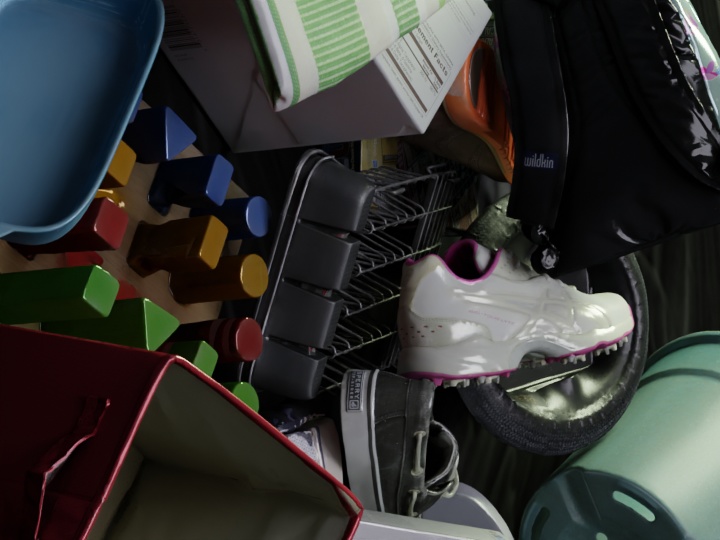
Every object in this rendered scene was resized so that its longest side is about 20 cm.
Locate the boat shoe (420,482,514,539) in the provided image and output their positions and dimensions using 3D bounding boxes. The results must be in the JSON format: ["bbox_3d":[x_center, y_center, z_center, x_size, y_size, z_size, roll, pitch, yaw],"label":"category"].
[{"bbox_3d":[0.091,0.219,1.833,0.200,0.071,0.070,62,16,-21],"label":"boat shoe"}]

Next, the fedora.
[{"bbox_3d":[0.104,0.035,1.835,0.200,0.091,0.201,5,83,-44],"label":"fedora"}]

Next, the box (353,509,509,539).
[{"bbox_3d":[-0.013,0.214,1.617,0.199,0.036,0.145,12,97,-25],"label":"box"}]

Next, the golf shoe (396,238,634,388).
[{"bbox_3d":[0.100,0.021,1.718,0.200,0.075,0.092,-9,89,-46],"label":"golf shoe"}]

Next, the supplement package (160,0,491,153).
[{"bbox_3d":[-0.046,-0.183,1.613,0.200,0.155,0.111,56,48,-32],"label":"supplement package"}]

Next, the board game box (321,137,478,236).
[{"bbox_3d":[0.029,-0.129,1.805,0.135,0.035,0.201,12,77,-51],"label":"board game box"}]

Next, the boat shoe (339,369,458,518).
[{"bbox_3d":[0.029,0.126,1.693,0.200,0.063,0.071,77,15,-61],"label":"boat shoe"}]

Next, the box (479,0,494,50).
[{"bbox_3d":[0.102,-0.203,1.787,0.200,0.040,0.137,4,104,-43],"label":"box"}]

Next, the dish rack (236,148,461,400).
[{"bbox_3d":[0.000,0.000,1.694,0.200,0.054,0.154,-16,125,-68],"label":"dish rack"}]

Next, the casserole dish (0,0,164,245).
[{"bbox_3d":[-0.181,-0.091,1.475,0.039,0.121,0.200,93,15,-58],"label":"casserole dish"}]

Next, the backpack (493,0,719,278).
[{"bbox_3d":[0.156,-0.111,1.713,0.127,0.166,0.201,1,70,-84],"label":"backpack"}]

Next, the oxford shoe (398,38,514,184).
[{"bbox_3d":[0.065,-0.104,1.771,0.200,0.073,0.072,45,48,-65],"label":"oxford shoe"}]

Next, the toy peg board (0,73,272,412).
[{"bbox_3d":[-0.121,-0.009,1.545,0.200,0.098,0.200,43,55,-42],"label":"toy peg board"}]

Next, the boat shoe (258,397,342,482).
[{"bbox_3d":[-0.053,0.184,1.648,0.093,0.075,0.201,-16,97,-38],"label":"boat shoe"}]

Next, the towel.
[{"bbox_3d":[-0.010,-0.195,1.519,0.200,0.023,0.153,-41,119,-43],"label":"towel"}]

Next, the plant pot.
[{"bbox_3d":[0.222,0.169,1.891,0.196,0.200,0.201,-29,109,-49],"label":"plant pot"}]

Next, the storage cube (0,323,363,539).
[{"bbox_3d":[-0.141,0.143,1.414,0.200,0.179,0.171,41,67,-41],"label":"storage cube"}]
